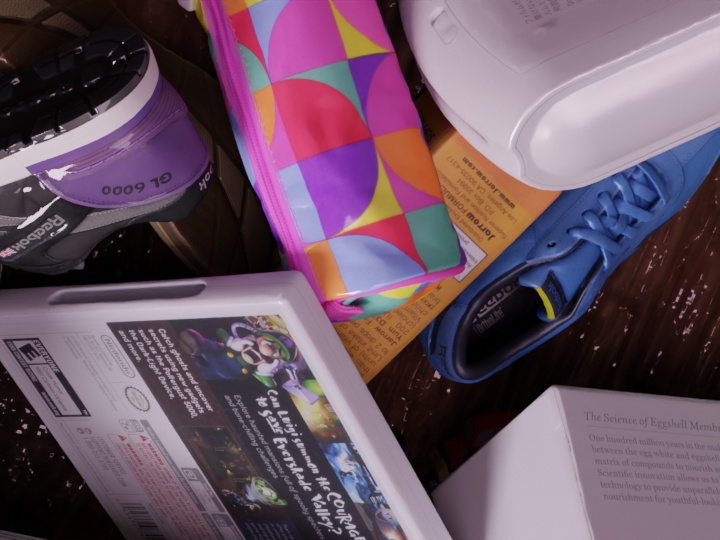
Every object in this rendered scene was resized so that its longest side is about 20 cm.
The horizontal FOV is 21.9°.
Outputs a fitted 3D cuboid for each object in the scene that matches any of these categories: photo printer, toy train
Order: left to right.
[{"bbox_3d":[0.069,0.095,0.958,0.199,0.034,0.046,-10,102,-6],"label":"toy train"},{"bbox_3d":[0.119,-0.124,0.810,0.199,0.167,0.070,-25,134,-1],"label":"photo printer"}]

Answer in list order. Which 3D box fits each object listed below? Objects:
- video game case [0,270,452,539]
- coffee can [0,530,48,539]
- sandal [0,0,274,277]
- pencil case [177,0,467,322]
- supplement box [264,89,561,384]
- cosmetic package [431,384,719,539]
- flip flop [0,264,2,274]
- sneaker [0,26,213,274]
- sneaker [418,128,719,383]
[{"bbox_3d":[-0.062,0.083,0.860,0.181,0.023,0.200,-3,130,34],"label":"video game case"},{"bbox_3d":[-0.124,0.202,0.853,0.199,0.146,0.147,12,109,-3],"label":"coffee can"},{"bbox_3d":[-0.109,-0.066,0.841,0.200,0.054,0.081,43,54,-30],"label":"sandal"},{"bbox_3d":[-0.024,-0.075,0.809,0.088,0.088,0.201,-22,86,-1],"label":"pencil case"},{"bbox_3d":[0.000,0.000,0.888,0.069,0.067,0.200,40,99,-22],"label":"supplement box"},{"bbox_3d":[0.161,0.174,0.879,0.199,0.201,0.123,8,147,-29],"label":"cosmetic package"},{"bbox_3d":[-0.196,-0.045,0.843,0.081,0.058,0.201,8,95,-3],"label":"flip flop"},{"bbox_3d":[-0.158,-0.023,0.780,0.199,0.076,0.088,-17,131,17],"label":"sneaker"},{"bbox_3d":[0.111,-0.018,0.897,0.200,0.078,0.066,-42,111,5],"label":"sneaker"}]
